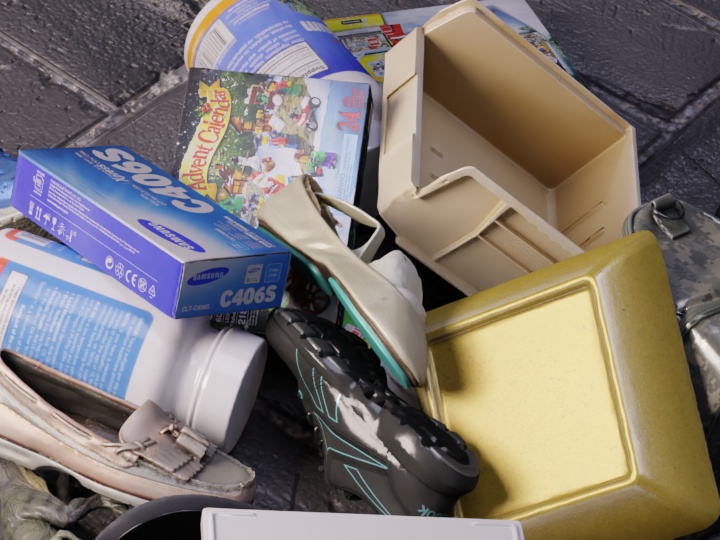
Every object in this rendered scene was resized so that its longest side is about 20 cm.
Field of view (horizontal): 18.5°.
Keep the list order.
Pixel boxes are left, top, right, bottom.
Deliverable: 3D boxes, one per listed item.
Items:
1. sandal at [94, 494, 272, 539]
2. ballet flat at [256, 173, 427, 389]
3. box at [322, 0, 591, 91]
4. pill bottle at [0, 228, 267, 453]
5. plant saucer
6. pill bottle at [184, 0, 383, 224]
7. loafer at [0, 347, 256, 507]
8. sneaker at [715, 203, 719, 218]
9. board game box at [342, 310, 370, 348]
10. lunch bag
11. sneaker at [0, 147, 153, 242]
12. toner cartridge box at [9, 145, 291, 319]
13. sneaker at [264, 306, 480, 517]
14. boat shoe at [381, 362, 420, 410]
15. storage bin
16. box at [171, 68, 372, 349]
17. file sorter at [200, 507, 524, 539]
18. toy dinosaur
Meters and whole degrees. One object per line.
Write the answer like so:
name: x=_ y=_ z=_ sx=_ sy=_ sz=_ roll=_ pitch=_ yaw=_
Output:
sandal: x=-0.071 y=0.184 z=1.393 sx=0.198 sy=0.076 sz=0.043 roll=7 pitch=41 yaw=-19
ballet flat: x=0.000 y=0.000 z=1.482 sx=0.069 sy=0.070 sz=0.200 roll=-18 pitch=44 yaw=-29
box: x=0.074 y=-0.165 z=1.847 sx=0.198 sy=0.038 sz=0.137 roll=-9 pitch=47 yaw=-22
pill bottle: x=-0.169 y=0.054 z=1.499 sx=0.198 sy=0.113 sz=0.113 roll=20 pitch=42 yaw=8
plant saucer: x=0.117 y=0.091 z=1.434 sx=0.048 sy=0.199 sz=0.202 roll=20 pitch=55 yaw=-54
pill bottle: x=-0.045 y=-0.129 z=1.724 sx=0.111 sy=0.113 sz=0.200 roll=-19 pitch=52 yaw=-30
loafer: x=-0.159 y=0.106 z=1.421 sx=0.198 sy=0.063 sz=0.072 roll=16 pitch=18 yaw=11
sneaker: x=0.311 y=-0.007 z=1.714 sx=0.088 sy=0.074 sz=0.201 roll=15 pitch=52 yaw=3
board game box: x=-0.070 y=0.004 z=1.640 sx=0.199 sy=0.030 sz=0.096 roll=22 pitch=44 yaw=14
lunch bag: x=0.219 y=0.068 z=1.518 sx=0.138 sy=0.201 sz=0.168 roll=-16 pitch=52 yaw=-32
sneaker: x=-0.252 y=-0.070 z=1.637 sx=0.199 sy=0.077 sz=0.112 roll=-19 pitch=60 yaw=-22
toner cartridge box: x=-0.146 y=-0.030 z=1.505 sx=0.094 sy=0.044 sz=0.199 roll=-7 pitch=28 yaw=-42
sneaker: x=-0.009 y=0.099 z=1.448 sx=0.075 sy=0.080 sz=0.200 roll=12 pitch=26 yaw=-49
boat shoe: x=0.084 y=0.098 z=1.530 sx=0.202 sy=0.087 sz=0.074 roll=39 pitch=48 yaw=26
storage bin: x=0.112 y=-0.073 z=1.652 sx=0.198 sy=0.094 sz=0.201 roll=36 pitch=35 yaw=-26
box: x=-0.071 y=-0.043 z=1.596 sx=0.135 sy=0.038 sz=0.202 roll=6 pitch=69 yaw=5
file sorter: x=-0.001 y=0.239 z=1.331 sx=0.198 sy=0.125 sz=0.139 roll=3 pitch=42 yaw=-11
toy dinosaur: x=-0.199 y=0.154 z=1.436 sx=0.087 sy=0.048 sz=0.201 roll=-14 pitch=45 yaw=-17
